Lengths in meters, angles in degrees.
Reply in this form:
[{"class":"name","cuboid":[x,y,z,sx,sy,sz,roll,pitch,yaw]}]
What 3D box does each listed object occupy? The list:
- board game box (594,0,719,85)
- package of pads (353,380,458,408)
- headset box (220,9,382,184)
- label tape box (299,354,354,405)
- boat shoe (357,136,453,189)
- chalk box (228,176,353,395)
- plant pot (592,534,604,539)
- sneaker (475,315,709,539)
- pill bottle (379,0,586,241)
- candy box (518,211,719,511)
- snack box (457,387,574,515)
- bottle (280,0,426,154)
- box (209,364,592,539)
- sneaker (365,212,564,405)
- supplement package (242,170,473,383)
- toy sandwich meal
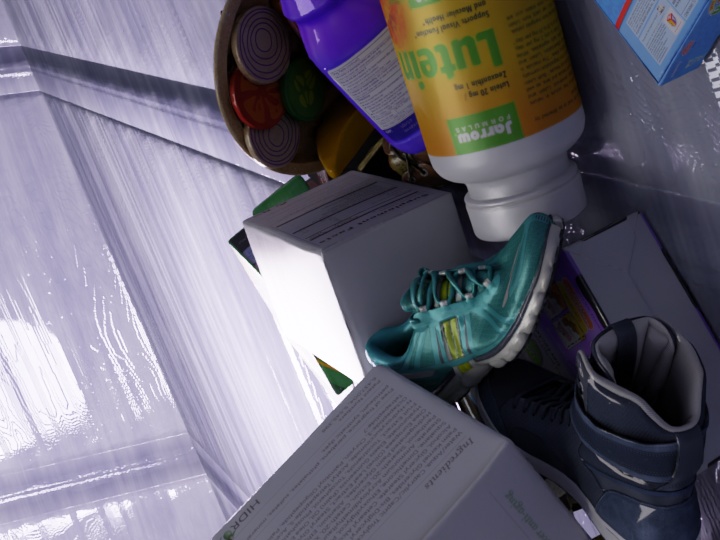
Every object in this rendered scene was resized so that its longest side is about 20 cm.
[{"class":"board game box","cuboid":[0.143,-0.226,0.638,0.201,0.036,0.152,58,159,19]},{"class":"package of pads","cuboid":[0.040,0.117,1.003,0.200,0.075,0.122,-116,4,-70]},{"class":"headset box","cuboid":[-0.050,-0.177,1.131,0.200,0.077,0.150,37,146,55]},{"class":"label tape box","cuboid":[-0.018,0.114,1.407,0.143,0.066,0.202,49,153,38]},{"class":"boat shoe","cuboid":[0.056,-0.094,0.969,0.073,0.067,0.200,65,160,1]},{"class":"chalk box","cuboid":[-0.040,-0.002,1.178,0.124,0.124,0.201,42,165,47]},{"class":"plant pot","cuboid":[0.225,0.294,0.841,0.189,0.198,0.203,-116,12,-56]},{"class":"sneaker","cuboid":[0.140,0.074,0.733,0.202,0.076,0.148,40,148,47]},{"class":"pill bottle","cuboid":[0.087,-0.128,0.786,0.111,0.110,0.202,17,129,64]},{"class":"candy box","cuboid":[0.177,0.075,0.855,0.169,0.071,0.200,61,159,9]},{"class":"snack box","cuboid":[0.124,0.156,0.927,0.202,0.037,0.116,66,174,-31]},{"class":"bottle","cuboid":[0.001,-0.172,0.838,0.200,0.083,0.066,42,-160,-34]},{"class":"box","cuboid":[0.038,0.214,0.779,0.199,0.200,0.171,51,168,-28]},{"class":"sneaker","cuboid":[0.069,0.028,0.790,0.079,0.078,0.200,30,135,-10]},{"class":"supplement package","cuboid":[0.000,0.000,0.954,0.200,0.116,0.118,24,135,65]},{"class":"toy sandwich meal","cuboid":[-0.023,-0.167,0.907,0.070,0.204,0.207,20,134,45]}]
